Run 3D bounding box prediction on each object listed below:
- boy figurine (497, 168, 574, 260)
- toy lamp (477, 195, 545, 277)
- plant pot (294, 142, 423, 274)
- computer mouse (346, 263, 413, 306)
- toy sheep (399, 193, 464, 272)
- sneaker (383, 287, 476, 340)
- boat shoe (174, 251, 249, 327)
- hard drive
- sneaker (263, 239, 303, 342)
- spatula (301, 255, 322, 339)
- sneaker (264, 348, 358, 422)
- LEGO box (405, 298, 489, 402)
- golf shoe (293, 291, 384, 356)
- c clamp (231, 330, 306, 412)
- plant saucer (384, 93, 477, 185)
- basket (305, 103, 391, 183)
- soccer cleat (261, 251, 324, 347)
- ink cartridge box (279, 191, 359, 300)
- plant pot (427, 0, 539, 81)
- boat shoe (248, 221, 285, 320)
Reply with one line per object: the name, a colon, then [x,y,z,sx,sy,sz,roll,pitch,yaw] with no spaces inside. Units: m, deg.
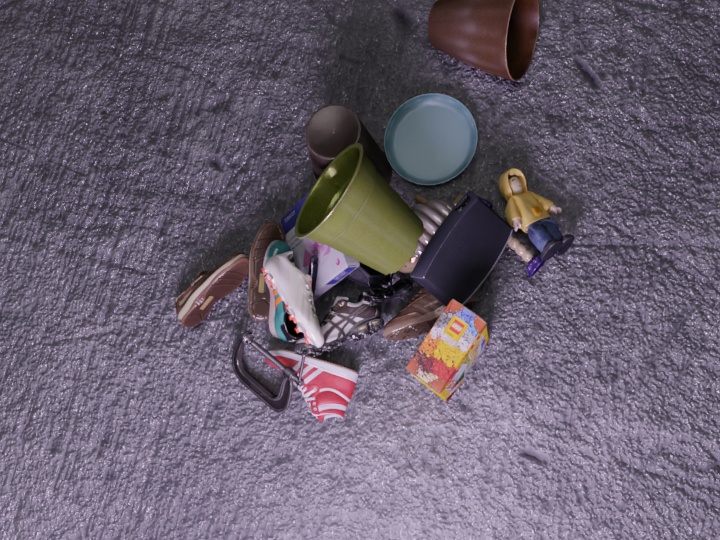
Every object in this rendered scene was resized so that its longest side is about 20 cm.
boy figurine: [0.340,-0.116,1.539,0.122,0.065,0.202,-14,60,-24]
toy lamp: [0.283,-0.075,1.556,0.058,0.058,0.200,-45,76,-2]
plant pot: [0.011,-0.094,1.431,0.188,0.199,0.202,34,83,-22]
computer mouse: [0.000,0.000,1.574,0.200,0.137,0.053,45,126,22]
toy sheep: [0.138,-0.077,1.548,0.137,0.138,0.201,38,85,17]
sneaker: [0.129,0.073,1.551,0.196,0.071,0.077,-22,63,-3]
boat shoe: [-0.316,0.024,1.631,0.202,0.075,0.075,-42,57,8]
hard drive: [0.198,-0.034,1.483,0.134,0.042,0.202,38,84,-18]
sneaker: [-0.142,0.042,1.555,0.079,0.070,0.205,10,109,46]
spatula: [-0.095,0.068,1.533,0.020,0.056,0.205,18,113,42]
sneaker: [-0.110,0.229,1.550,0.196,0.071,0.115,14,76,12]
LEGO box: [0.166,0.153,1.448,0.077,0.200,0.150,34,85,17]
golf shoe: [-0.052,0.105,1.536,0.197,0.078,0.096,-18,83,-29]
c clamp: [-0.183,0.188,1.545,0.198,0.027,0.174,29,124,31]
plant saucer: [0.148,-0.273,1.644,0.195,0.027,0.205,-3,77,11]
basket: [-0.034,-0.240,1.581,0.177,0.200,0.139,17,80,13]
soccer cleat: [-0.113,0.050,1.473,0.077,0.070,0.202,-29,70,-13]
ink cartridge box: [-0.099,-0.057,1.573,0.196,0.043,0.204,-37,67,44]
plant pot: [0.245,-0.500,1.616,0.196,0.187,0.191,15,79,28]
boat shoe: [-0.201,0.001,1.618,0.070,0.076,0.205,12,87,-10]
